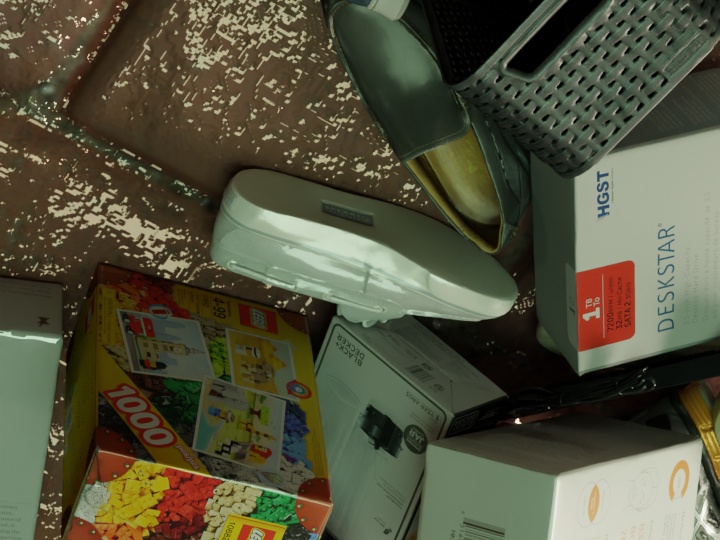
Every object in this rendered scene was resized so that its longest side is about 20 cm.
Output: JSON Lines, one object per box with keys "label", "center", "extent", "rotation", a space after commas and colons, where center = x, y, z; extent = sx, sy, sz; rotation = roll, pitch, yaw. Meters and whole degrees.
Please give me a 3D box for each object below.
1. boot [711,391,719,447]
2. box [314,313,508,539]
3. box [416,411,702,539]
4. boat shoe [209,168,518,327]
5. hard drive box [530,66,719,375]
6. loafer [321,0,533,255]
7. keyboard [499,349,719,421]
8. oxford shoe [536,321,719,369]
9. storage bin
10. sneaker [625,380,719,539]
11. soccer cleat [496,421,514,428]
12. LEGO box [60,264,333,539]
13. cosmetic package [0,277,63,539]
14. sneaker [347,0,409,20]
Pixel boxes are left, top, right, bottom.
{"label": "boot", "center": [0.334, 0.155, 1.424], "extent": [0.073, 0.155, 0.201], "rotation": [-43, 114, -24]}
{"label": "box", "center": [0.007, 0.135, 1.439], "extent": [0.060, 0.116, 0.201], "rotation": [-14, 133, -47]}
{"label": "box", "center": [0.127, 0.168, 1.389], "extent": [0.097, 0.200, 0.125], "rotation": [11, 98, 34]}
{"label": "boat shoe", "center": [0.000, 0.000, 1.383], "extent": [0.199, 0.072, 0.069], "rotation": [15, 122, -16]}
{"label": "hard drive box", "center": [0.212, -0.038, 1.359], "extent": [0.199, 0.077, 0.157], "rotation": [-14, 123, -12]}
{"label": "loafer", "center": [0.044, -0.095, 1.320], "extent": [0.073, 0.073, 0.200], "rotation": [-27, 121, 29]}
{"label": "keyboard", "center": [0.172, 0.071, 1.396], "extent": [0.199, 0.127, 0.021], "rotation": [-16, 84, 34]}
{"label": "oxford shoe", "center": [0.216, 0.035, 1.444], "extent": [0.199, 0.075, 0.058], "rotation": [0, 78, 2]}
{"label": "storage bin", "center": [0.114, -0.162, 1.217], "extent": [0.094, 0.200, 0.135], "rotation": [35, 112, -25]}
{"label": "sneaker", "center": [0.235, 0.170, 1.519], "extent": [0.077, 0.078, 0.201], "rotation": [-19, 112, 5]}
{"label": "soccer cleat", "center": [0.051, 0.181, 1.511], "extent": [0.067, 0.076, 0.200], "rotation": [40, 128, 3]}
{"label": "LEGO box", "center": [-0.105, 0.096, 1.353], "extent": [0.148, 0.200, 0.077], "rotation": [14, 120, -16]}
{"label": "cosmetic package", "center": [-0.253, 0.103, 1.417], "extent": [0.101, 0.074, 0.201], "rotation": [7, 119, -12]}
{"label": "sneaker", "center": [-0.012, -0.257, 1.218], "extent": [0.145, 0.077, 0.203], "rotation": [18, 107, -7]}
